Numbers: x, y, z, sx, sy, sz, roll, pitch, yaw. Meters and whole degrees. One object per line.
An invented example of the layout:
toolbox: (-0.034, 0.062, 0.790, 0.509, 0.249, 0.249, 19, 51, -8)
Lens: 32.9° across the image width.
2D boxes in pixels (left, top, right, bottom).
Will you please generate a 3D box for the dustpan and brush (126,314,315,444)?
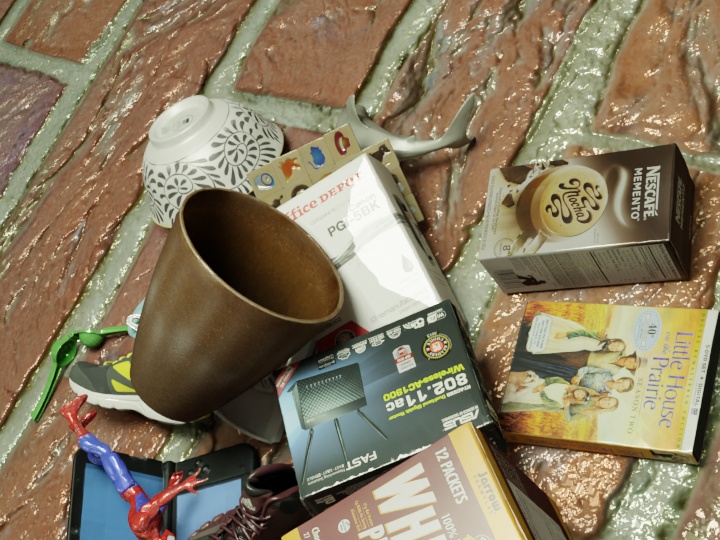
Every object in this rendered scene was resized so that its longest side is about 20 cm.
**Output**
dustpan and brush: (-0.162, 0.092, 1.340, 0.198, 0.057, 0.141, 18, 70, 6)

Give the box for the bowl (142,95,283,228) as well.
bowl: (-0.204, -0.156, 1.525, 0.199, 0.094, 0.201, -22, 35, 16)

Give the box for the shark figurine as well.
shark figurine: (0.024, -0.167, 1.407, 0.213, 0.090, 0.128, 14, 45, 42)

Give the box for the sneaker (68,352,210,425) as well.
sneaker: (-0.253, 0.122, 1.420, 0.198, 0.074, 0.085, 10, 94, 26)

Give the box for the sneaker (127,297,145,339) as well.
sneaker: (-0.182, 0.059, 1.408, 0.199, 0.074, 0.082, -9, 27, 29)

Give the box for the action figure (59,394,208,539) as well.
action figure: (-0.225, 0.206, 1.271, 0.099, 0.065, 0.200, -31, 63, -12)

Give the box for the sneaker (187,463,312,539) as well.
sneaker: (-0.123, 0.250, 1.210, 0.199, 0.116, 0.076, -36, 62, -14)

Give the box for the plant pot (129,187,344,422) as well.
plant pot: (-0.147, 0.054, 1.230, 0.200, 0.186, 0.188, -53, 44, 26)

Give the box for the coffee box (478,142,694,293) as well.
coffee box: (0.229, -0.050, 1.232, 0.198, 0.080, 0.114, -6, 58, 29)

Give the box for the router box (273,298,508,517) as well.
router box: (0.025, 0.135, 1.171, 0.199, 0.062, 0.151, -23, 51, 7)

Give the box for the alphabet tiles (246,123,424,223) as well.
alphabet tiles: (-0.037, -0.061, 1.376, 0.199, 0.006, 0.167, -25, 94, 12)

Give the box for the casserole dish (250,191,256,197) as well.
casserole dish: (-0.179, -0.029, 1.503, 0.120, 0.039, 0.201, 13, 69, 36)

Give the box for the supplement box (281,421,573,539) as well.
supplement box: (0.077, 0.268, 1.050, 0.196, 0.200, 0.133, -33, 49, 10)

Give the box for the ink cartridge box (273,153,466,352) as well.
ink cartridge box: (0.000, 0.000, 1.299, 0.146, 0.083, 0.201, -31, 72, 12)

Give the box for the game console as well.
game console: (-0.206, 0.273, 1.278, 0.170, 0.118, 0.201, -19, 54, 21)

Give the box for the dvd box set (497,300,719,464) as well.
dvd box set: (0.237, 0.103, 1.166, 0.199, 0.029, 0.147, 3, 64, 34)

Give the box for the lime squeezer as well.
lime squeezer: (-0.348, 0.102, 1.527, 0.199, 0.038, 0.071, -36, 49, 7)
